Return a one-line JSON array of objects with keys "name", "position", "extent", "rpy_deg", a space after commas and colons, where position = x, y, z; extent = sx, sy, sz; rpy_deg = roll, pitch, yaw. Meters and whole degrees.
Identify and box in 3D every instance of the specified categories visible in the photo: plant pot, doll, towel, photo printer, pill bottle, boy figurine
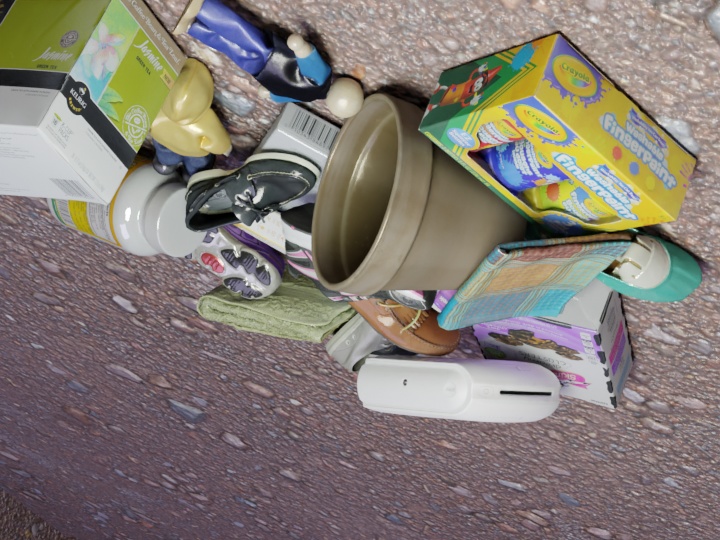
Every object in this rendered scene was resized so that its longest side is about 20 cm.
[{"name": "plant pot", "position": [0.066, -0.058, 1.577], "extent": [0.172, 0.203, 0.200], "rpy_deg": [16, 161, -24]}, {"name": "doll", "position": [-0.084, -0.209, 1.544], "extent": [0.199, 0.049, 0.136], "rpy_deg": [30, 157, -13]}, {"name": "towel", "position": [0.168, 0.012, 1.557], "extent": [0.145, 0.022, 0.200], "rpy_deg": [-6, 161, -18]}, {"name": "photo printer", "position": [0.119, 0.137, 1.808], "extent": [0.165, 0.071, 0.199], "rpy_deg": [6, 176, -42]}, {"name": "towel", "position": [-0.093, 0.036, 1.978], "extent": [0.198, 0.148, 0.037], "rpy_deg": [10, 118, 29]}, {"name": "pill bottle", "position": [-0.276, -0.082, 1.874], "extent": [0.199, 0.113, 0.113], "rpy_deg": [20, 160, 39]}, {"name": "boy figurine", "position": [-0.200, -0.165, 1.728], "extent": [0.123, 0.065, 0.200], "rpy_deg": [20, 156, 4]}]

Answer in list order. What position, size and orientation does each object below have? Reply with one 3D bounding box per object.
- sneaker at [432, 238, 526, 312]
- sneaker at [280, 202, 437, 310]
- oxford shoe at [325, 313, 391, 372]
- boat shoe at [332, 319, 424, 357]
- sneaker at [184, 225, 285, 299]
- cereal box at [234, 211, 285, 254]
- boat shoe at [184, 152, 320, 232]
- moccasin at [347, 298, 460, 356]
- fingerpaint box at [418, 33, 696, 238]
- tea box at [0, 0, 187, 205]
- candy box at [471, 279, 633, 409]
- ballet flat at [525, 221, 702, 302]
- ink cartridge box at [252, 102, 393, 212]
[{"name": "sneaker", "position": [0.130, -0.003, 1.690], "extent": [0.199, 0.115, 0.073], "rpy_deg": [-7, 142, 43]}, {"name": "sneaker", "position": [0.000, 0.000, 1.694], "extent": [0.199, 0.080, 0.087], "rpy_deg": [29, 131, 30]}, {"name": "oxford shoe", "position": [0.029, 0.060, 1.921], "extent": [0.058, 0.075, 0.200], "rpy_deg": [50, 131, 7]}, {"name": "boat shoe", "position": [0.034, 0.074, 1.999], "extent": [0.067, 0.073, 0.199], "rpy_deg": [33, 158, -31]}, {"name": "sneaker", "position": [-0.179, -0.044, 1.953], "extent": [0.200, 0.084, 0.081], "rpy_deg": [42, 118, -4]}, {"name": "cereal box", "position": [-0.063, -0.027, 1.865], "extent": [0.198, 0.040, 0.144], "rpy_deg": [29, 178, -13]}, {"name": "boat shoe", "position": [-0.126, -0.078, 1.718], "extent": [0.198, 0.067, 0.074], "rpy_deg": [-5, 146, 39]}, {"name": "moccasin", "position": [0.035, 0.022, 1.774], "extent": [0.201, 0.074, 0.078], "rpy_deg": [42, 128, -5]}, {"name": "fingerpaint box", "position": [0.182, -0.115, 1.455], "extent": [0.199, 0.074, 0.166], "rpy_deg": [37, 154, -28]}, {"name": "tea box", "position": [-0.322, -0.189, 1.623], "extent": [0.198, 0.198, 0.134], "rpy_deg": [7, 152, 35]}, {"name": "candy box", "position": [0.219, 0.070, 1.813], "extent": [0.166, 0.072, 0.201], "rpy_deg": [13, 155, 24]}, {"name": "ballet flat", "position": [0.253, -0.020, 1.586], "extent": [0.198, 0.068, 0.070], "rpy_deg": [23, 177, 6]}, {"name": "ink cartridge box", "position": [-0.025, -0.094, 1.741], "extent": [0.198, 0.041, 0.200], "rpy_deg": [28, 158, -9]}]
